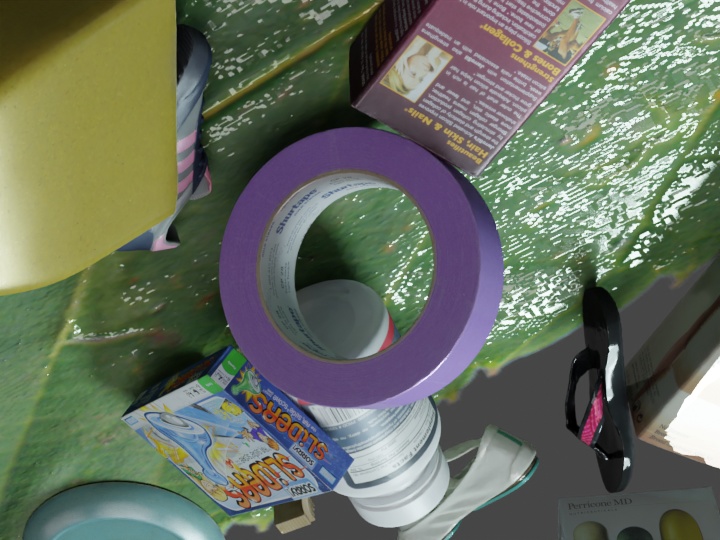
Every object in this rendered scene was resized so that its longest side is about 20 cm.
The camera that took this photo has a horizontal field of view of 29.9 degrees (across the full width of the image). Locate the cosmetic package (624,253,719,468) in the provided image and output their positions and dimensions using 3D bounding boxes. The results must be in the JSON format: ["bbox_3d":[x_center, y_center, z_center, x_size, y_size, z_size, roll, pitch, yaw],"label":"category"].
[{"bbox_3d":[0.314,0.060,1.099,0.103,0.087,0.200,20,126,-15],"label":"cosmetic package"}]

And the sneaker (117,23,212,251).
[{"bbox_3d":[-0.139,-0.093,0.992,0.082,0.070,0.200,9,133,-30],"label":"sneaker"}]

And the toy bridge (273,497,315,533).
[{"bbox_3d":[-0.085,0.159,1.211,0.067,0.027,0.200,-21,126,12],"label":"toy bridge"}]

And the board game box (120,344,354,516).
[{"bbox_3d":[-0.106,0.137,1.105,0.135,0.034,0.200,43,149,-11],"label":"board game box"}]

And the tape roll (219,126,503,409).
[{"bbox_3d":[0.000,0.000,0.978,0.200,0.200,0.066,-22,167,16],"label":"tape roll"}]

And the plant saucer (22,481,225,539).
[{"bbox_3d":[-0.229,0.283,1.309,0.200,0.027,0.200,0,130,-1],"label":"plant saucer"}]

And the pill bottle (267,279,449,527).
[{"bbox_3d":[-0.001,0.117,1.119,0.119,0.120,0.200,-17,127,13],"label":"pill bottle"}]

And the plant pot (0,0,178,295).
[{"bbox_3d":[-0.251,-0.095,0.850,0.194,0.200,0.196,21,131,19],"label":"plant pot"}]

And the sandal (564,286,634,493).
[{"bbox_3d":[0.196,0.104,1.141,0.045,0.075,0.200,-16,121,-9],"label":"sandal"}]

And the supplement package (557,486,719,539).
[{"bbox_3d":[0.267,0.328,1.242,0.151,0.200,0.151,-5,128,3],"label":"supplement package"}]

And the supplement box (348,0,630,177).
[{"bbox_3d":[0.091,-0.176,0.905,0.110,0.086,0.200,27,123,-22],"label":"supplement box"}]

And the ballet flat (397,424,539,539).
[{"bbox_3d":[0.080,0.203,1.231,0.069,0.070,0.200,28,128,-22],"label":"ballet flat"}]
